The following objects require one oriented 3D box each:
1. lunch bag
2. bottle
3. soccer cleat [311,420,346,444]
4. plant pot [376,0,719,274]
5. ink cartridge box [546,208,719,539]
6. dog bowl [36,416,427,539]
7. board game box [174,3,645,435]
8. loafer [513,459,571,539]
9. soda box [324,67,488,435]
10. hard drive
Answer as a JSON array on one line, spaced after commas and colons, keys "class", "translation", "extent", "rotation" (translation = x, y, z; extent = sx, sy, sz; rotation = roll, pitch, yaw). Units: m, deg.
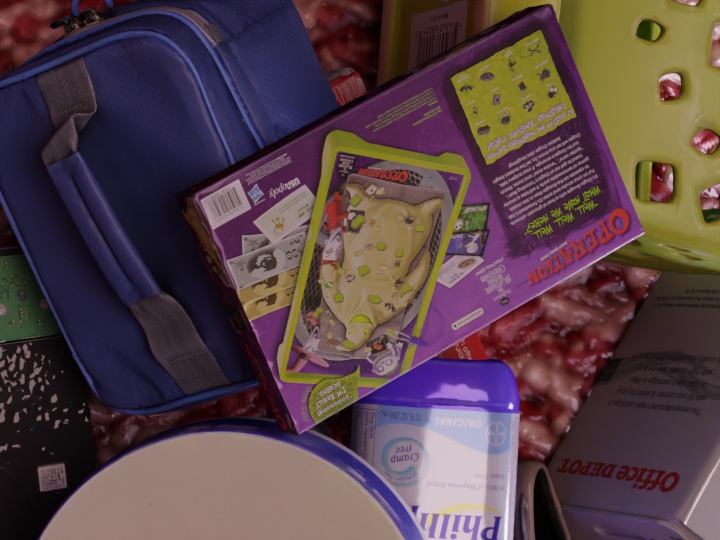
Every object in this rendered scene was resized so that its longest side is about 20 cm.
[{"class": "lunch bag", "translation": [-0.087, -0.041, 1.260], "extent": [0.201, 0.135, 0.132], "rotation": [64, 29, -12]}, {"class": "bottle", "translation": [0.032, 0.142, 1.306], "extent": [0.083, 0.065, 0.202], "rotation": [4, 88, -8]}, {"class": "soccer cleat", "translation": [-0.003, 0.165, 1.371], "extent": [0.077, 0.069, 0.201], "rotation": [-29, 96, 7]}, {"class": "plant pot", "translation": [0.115, -0.106, 1.367], "extent": [0.180, 0.200, 0.201], "rotation": [6, 89, -22]}, {"class": "ink cartridge box", "translation": [0.200, 0.069, 1.434], "extent": [0.083, 0.146, 0.201], "rotation": [40, 73, -23]}, {"class": "dog bowl", "translation": [-0.060, 0.169, 1.238], "extent": [0.198, 0.079, 0.202], "rotation": [0, 89, 4]}, {"class": "board game box", "translation": [0.025, -0.025, 1.216], "extent": [0.199, 0.032, 0.121], "rotation": [-29, 100, -21]}, {"class": "loafer", "translation": [0.105, 0.195, 1.403], "extent": [0.201, 0.063, 0.072], "rotation": [64, 29, -1]}, {"class": "soda box", "translation": [0.000, 0.000, 1.369], "extent": [0.063, 0.070, 0.201], "rotation": [-29, 103, -24]}, {"class": "hard drive", "translation": [-0.196, 0.092, 1.282], "extent": [0.139, 0.038, 0.202], "rotation": [-8, 94, -28]}]
